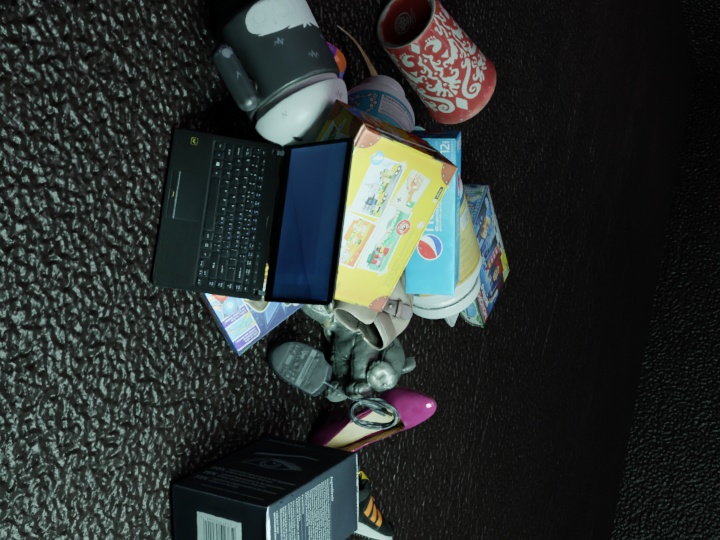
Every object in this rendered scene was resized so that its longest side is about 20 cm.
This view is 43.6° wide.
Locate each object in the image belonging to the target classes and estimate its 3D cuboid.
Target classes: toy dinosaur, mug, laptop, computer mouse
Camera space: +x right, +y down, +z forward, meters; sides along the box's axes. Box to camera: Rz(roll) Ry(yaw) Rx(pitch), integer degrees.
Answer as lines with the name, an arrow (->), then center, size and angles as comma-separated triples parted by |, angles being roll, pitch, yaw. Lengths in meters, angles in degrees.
toy dinosaur -> 0.025, -0.261, 1.317 | 0.101, 0.057, 0.204 | 0, 75, -78
mug -> 0.106, -0.355, 1.446 | 0.134, 0.178, 0.199 | -47, 141, 6
laptop -> -0.119, -0.061, 0.971 | 0.103, 0.195, 0.182 | 148, -50, -80
computer mouse -> -0.037, 0.154, 1.202 | 0.059, 0.198, 0.034 | -58, -174, -7

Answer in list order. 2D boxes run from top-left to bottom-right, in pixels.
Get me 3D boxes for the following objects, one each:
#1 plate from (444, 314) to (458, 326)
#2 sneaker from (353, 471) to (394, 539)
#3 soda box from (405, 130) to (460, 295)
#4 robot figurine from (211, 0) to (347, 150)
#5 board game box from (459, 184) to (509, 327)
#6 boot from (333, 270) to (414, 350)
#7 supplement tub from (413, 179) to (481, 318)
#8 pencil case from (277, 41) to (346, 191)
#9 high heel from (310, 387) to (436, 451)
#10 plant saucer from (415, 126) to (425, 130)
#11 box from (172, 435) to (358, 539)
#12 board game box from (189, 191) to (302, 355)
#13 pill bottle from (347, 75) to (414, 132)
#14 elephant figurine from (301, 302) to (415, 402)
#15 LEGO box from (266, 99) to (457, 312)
plate -> 0.158, -0.037, 1.620 | 0.202, 0.032, 0.201 | -65, 144, -33
sneaker -> 0.003, 0.354, 1.362 | 0.200, 0.069, 0.092 | 37, 65, -53
soda box -> 0.093, -0.075, 1.159 | 0.064, 0.066, 0.205 | -53, 144, -69
robot figurine -> -0.095, -0.240, 1.051 | 0.203, 0.148, 0.125 | 63, -10, 3
board game box -> 0.187, -0.010, 1.584 | 0.201, 0.061, 0.203 | -56, 138, -39
boot -> 0.000, 0.000, 1.195 | 0.199, 0.070, 0.148 | 42, 53, -17
supplement tub -> 0.098, -0.044, 1.323 | 0.146, 0.142, 0.202 | -58, 141, -38
pencil case -> -0.078, -0.195, 1.156 | 0.088, 0.087, 0.204 | 42, 58, -53
high heel -> 0.016, 0.225, 1.249 | 0.068, 0.198, 0.097 | 52, 40, -19
plant saucer -> 0.101, -0.133, 1.477 | 0.199, 0.035, 0.204 | 34, 50, -53
box -> -0.109, 0.287, 1.088 | 0.199, 0.145, 0.107 | -14, 105, -57
board game box -> -0.102, -0.011, 1.087 | 0.199, 0.034, 0.137 | -37, 127, -17
pill bottle -> 0.012, -0.167, 1.179 | 0.203, 0.108, 0.112 | -77, 151, -42
elephant figurine -> -0.011, 0.070, 1.267 | 0.155, 0.138, 0.205 | -43, 118, -86
LEGO box -> -0.002, -0.069, 1.039 | 0.147, 0.077, 0.203 | 17, 109, -37
